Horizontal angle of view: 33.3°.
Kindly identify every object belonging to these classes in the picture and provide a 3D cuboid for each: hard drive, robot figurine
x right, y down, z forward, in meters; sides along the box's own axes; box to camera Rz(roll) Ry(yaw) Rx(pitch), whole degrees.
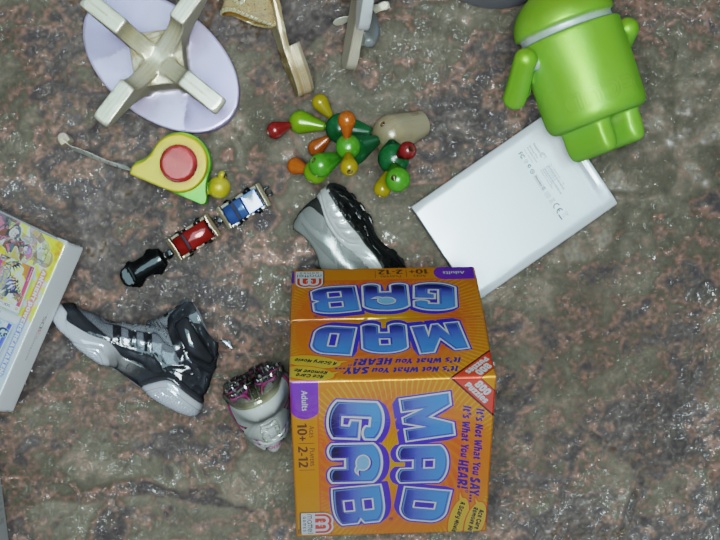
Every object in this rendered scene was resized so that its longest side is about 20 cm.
[{"bbox_3d":[0.176,-0.074,1.385,0.199,0.027,0.132,-34,92,-1],"label":"hard drive"},{"bbox_3d":[0.239,-0.225,1.320,0.175,0.116,0.201,-22,92,-26],"label":"robot figurine"}]

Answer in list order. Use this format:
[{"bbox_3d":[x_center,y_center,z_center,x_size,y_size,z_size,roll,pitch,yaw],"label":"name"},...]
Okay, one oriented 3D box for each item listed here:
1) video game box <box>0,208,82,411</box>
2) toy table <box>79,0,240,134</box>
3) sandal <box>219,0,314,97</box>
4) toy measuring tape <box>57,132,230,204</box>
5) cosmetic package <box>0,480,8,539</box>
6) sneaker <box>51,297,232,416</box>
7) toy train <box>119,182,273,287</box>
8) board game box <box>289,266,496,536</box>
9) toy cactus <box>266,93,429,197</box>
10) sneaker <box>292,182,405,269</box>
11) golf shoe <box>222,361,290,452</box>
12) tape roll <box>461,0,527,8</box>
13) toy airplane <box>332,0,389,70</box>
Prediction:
[{"bbox_3d":[-0.425,0.028,1.336,0.181,0.047,0.201,24,90,20],"label":"video game box"},{"bbox_3d":[-0.226,-0.234,1.329,0.199,0.117,0.185,26,90,-3],"label":"toy table"},{"bbox_3d":[-0.121,-0.289,1.350,0.069,0.078,0.213,-22,96,-7],"label":"sandal"},{"bbox_3d":[-0.236,-0.135,1.354,0.199,0.074,0.074,22,90,-2],"label":"toy measuring tape"},{"bbox_3d":[-0.485,0.287,1.303,0.166,0.166,0.202,-8,92,-1],"label":"cosmetic package"},{"bbox_3d":[-0.241,0.069,1.356,0.199,0.075,0.114,33,83,-1],"label":"sneaker"},{"bbox_3d":[-0.186,-0.040,1.366,0.199,0.046,0.034,-32,91,-1],"label":"toy train"},{"bbox_3d":[0.028,0.133,1.262,0.198,0.200,0.201,-1,122,-1],"label":"board game box"},{"bbox_3d":[0.004,-0.150,1.335,0.164,0.199,0.103,-24,119,-33],"label":"toy cactus"},{"bbox_3d":[0.000,0.000,1.367,0.079,0.074,0.201,-33,95,23],"label":"sneaker"},{"bbox_3d":[-0.100,0.149,1.294,0.072,0.200,0.093,-26,90,-6],"label":"golf shoe"},{"bbox_3d":[0.157,-0.402,1.361,0.198,0.066,0.202,0,91,-2],"label":"tape roll"},{"bbox_3d":[0.010,-0.340,1.300,0.140,0.200,0.201,-11,83,-31],"label":"toy airplane"}]
